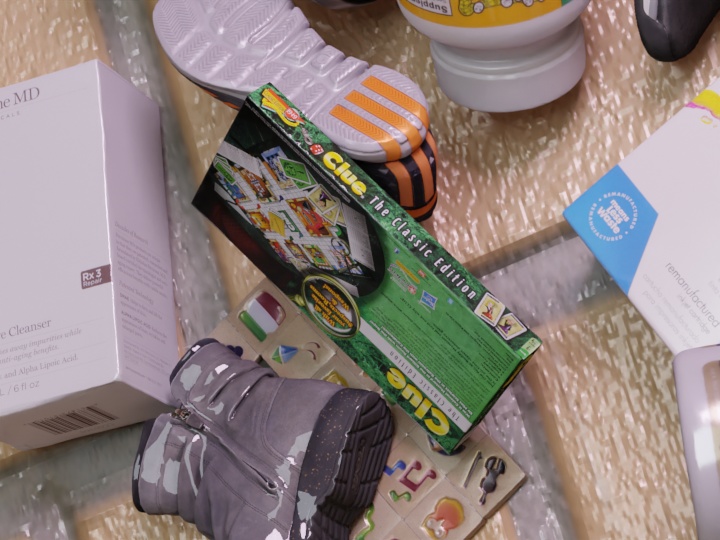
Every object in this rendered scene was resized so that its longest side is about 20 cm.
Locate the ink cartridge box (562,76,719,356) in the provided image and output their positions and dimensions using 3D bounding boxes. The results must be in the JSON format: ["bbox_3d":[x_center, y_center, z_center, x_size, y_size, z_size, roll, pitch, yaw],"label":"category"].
[{"bbox_3d":[0.220,-0.046,1.326,0.200,0.067,0.116,-41,64,8],"label":"ink cartridge box"}]

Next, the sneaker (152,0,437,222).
[{"bbox_3d":[-0.036,-0.081,1.422,0.078,0.112,0.200,-39,55,-19],"label":"sneaker"}]

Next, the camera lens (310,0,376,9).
[{"bbox_3d":[-0.051,-0.247,1.451,0.200,0.160,0.160,24,86,28],"label":"camera lens"}]

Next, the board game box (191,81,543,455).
[{"bbox_3d":[0.000,0.000,1.361,0.200,0.023,0.105,44,140,8],"label":"board game box"}]

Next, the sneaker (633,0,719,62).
[{"bbox_3d":[0.223,-0.199,1.365,0.115,0.075,0.200,14,81,24],"label":"sneaker"}]

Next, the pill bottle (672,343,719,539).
[{"bbox_3d":[0.257,0.079,1.241,0.200,0.111,0.111,-9,72,7],"label":"pill bottle"}]

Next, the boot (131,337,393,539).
[{"bbox_3d":[-0.071,0.143,1.404,0.131,0.070,0.200,13,70,29],"label":"boot"}]

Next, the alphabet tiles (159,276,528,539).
[{"bbox_3d":[-0.004,0.081,1.425,0.167,0.008,0.200,-46,63,6],"label":"alphabet tiles"}]

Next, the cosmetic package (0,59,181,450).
[{"bbox_3d":[-0.173,-0.008,1.481,0.113,0.081,0.200,-16,68,20],"label":"cosmetic package"}]

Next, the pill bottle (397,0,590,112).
[{"bbox_3d":[0.067,-0.188,1.355,0.113,0.200,0.113,-7,37,5],"label":"pill bottle"}]
